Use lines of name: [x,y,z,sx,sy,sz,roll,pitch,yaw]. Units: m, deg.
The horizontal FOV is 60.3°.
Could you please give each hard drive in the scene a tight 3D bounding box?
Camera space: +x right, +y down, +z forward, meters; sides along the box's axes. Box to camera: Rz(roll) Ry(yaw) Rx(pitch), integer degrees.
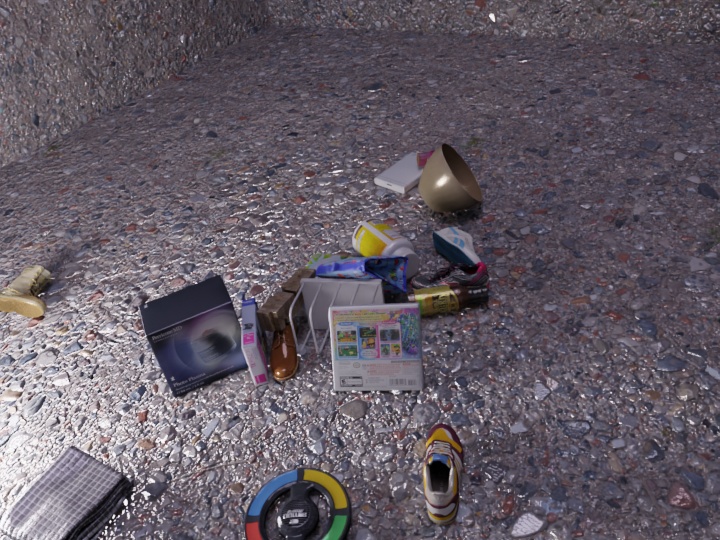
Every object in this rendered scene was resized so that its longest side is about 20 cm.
hard drive: [0.158,-0.327,2.058,0.131,0.027,0.199,24,48,37]

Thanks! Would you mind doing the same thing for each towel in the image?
towel: [-0.553,0.444,1.176,0.163,0.087,0.201,12,42,26]

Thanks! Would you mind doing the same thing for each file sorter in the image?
file sorter: [-0.049,0.112,1.431,0.196,0.141,0.125,0,33,14]

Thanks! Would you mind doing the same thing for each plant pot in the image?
plant pot: [0.249,-0.251,1.828,0.134,0.200,0.202,-35,27,27]

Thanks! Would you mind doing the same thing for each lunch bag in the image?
lunch bag: [0.000,0.000,1.495,0.148,0.096,0.198,-4,-11,38]

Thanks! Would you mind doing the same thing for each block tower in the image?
block tower: [-0.170,0.069,1.494,0.053,0.059,0.200,5,35,27]

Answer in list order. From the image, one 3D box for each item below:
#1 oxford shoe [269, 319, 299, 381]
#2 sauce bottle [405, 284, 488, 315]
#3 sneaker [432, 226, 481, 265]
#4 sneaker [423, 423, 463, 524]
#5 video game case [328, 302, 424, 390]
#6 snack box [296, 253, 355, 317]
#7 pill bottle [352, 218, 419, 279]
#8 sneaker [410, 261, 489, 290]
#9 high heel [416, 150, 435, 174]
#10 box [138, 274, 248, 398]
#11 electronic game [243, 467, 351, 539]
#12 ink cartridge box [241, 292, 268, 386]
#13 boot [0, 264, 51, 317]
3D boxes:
oxford shoe: [-0.183,0.173,1.453,0.070,0.072,0.202,-9,38,-1]
sauce bottle: [0.209,0.067,1.496,0.196,0.066,0.065,-9,36,4]
sneaker: [0.270,-0.058,1.638,0.080,0.078,0.200,-20,40,-16]
sneaker: [0.151,0.346,1.123,0.073,0.091,0.202,-4,37,8]
video game case: [0.034,0.165,1.328,0.196,0.186,0.024,-2,6,11]
snack box: [-0.093,0.039,1.618,0.139,0.054,0.201,4,39,22]
pill bottle: [0.070,-0.054,1.652,0.108,0.111,0.200,-26,39,-21]
sneaker: [0.221,0.018,1.550,0.196,0.076,0.081,-7,36,6]
high heel: [0.237,-0.308,1.978,0.094,0.068,0.202,-3,44,-3]
box: [-0.374,0.151,1.420,0.197,0.201,0.123,-22,38,-15]
electronic game: [-0.113,0.441,1.106,0.196,0.042,0.202,-7,37,5]
ink cartridge box: [-0.247,0.154,1.450,0.041,0.121,0.201,-13,37,-4]
boot: [-0.946,0.056,1.793,0.196,0.074,0.156,3,41,27]
